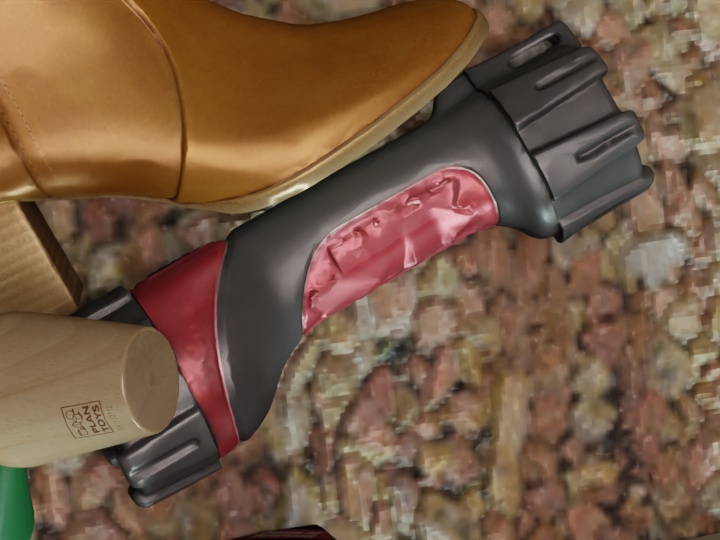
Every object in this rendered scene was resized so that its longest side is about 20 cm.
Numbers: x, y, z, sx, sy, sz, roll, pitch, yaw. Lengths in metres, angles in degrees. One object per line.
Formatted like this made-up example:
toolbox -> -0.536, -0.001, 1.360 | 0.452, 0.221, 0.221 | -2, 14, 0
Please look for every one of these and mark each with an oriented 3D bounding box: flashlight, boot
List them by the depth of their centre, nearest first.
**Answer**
boot -> -0.074, -0.080, 0.772 | 0.201, 0.071, 0.144 | -30, 103, -3
flashlight -> 0.000, 0.000, 0.801 | 0.199, 0.068, 0.068 | -28, 126, -10

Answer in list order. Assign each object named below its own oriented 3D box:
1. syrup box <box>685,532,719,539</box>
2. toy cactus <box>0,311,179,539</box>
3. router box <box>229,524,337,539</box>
syrup box -> 0.115, 0.197, 0.834 | 0.078, 0.081, 0.201 | -11, 96, -10
toy cactus -> -0.135, 0.039, 0.737 | 0.164, 0.102, 0.201 | -6, 110, 28
router box -> -0.001, 0.190, 0.772 | 0.062, 0.150, 0.201 | -16, 98, -11
